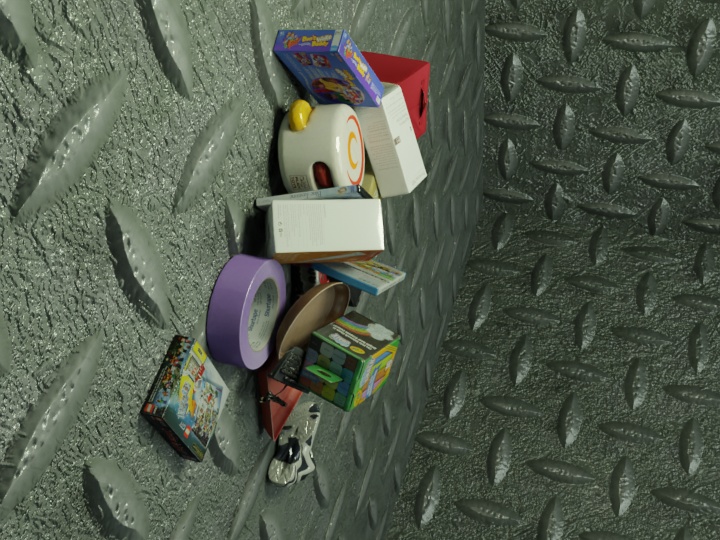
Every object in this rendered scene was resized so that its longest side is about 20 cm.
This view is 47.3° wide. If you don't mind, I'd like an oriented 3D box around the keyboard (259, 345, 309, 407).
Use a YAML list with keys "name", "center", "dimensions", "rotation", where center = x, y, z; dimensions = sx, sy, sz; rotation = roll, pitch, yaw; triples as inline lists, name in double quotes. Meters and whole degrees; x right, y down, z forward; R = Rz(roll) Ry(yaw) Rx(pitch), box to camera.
- name: "keyboard"
  center: [-0.133, 0.217, 1.610]
  dimensions: [0.127, 0.021, 0.200]
  rotation: [-52, 157, -3]

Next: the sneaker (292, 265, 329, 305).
- name: "sneaker"
  center: [-0.097, 0.050, 1.790]
  dimensions: [0.085, 0.077, 0.201]
  rotation: [-38, 137, -54]

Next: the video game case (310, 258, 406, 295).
- name: "video game case"
  center: [0.000, 0.000, 1.648]
  dimensions: [0.200, 0.143, 0.018]
  rotation: [-26, 136, -69]

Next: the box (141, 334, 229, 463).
- name: "box"
  center: [-0.279, 0.212, 1.339]
  dimensions: [0.200, 0.038, 0.137]
  rotation: [76, 28, -56]

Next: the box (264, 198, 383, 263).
- name: "box"
  center: [-0.069, -0.071, 1.516]
  dimensions: [0.124, 0.199, 0.098]
  rotation: [144, -57, -75]

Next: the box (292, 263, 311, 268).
- name: "box"
  center: [-0.088, -0.104, 1.710]
  dimensions: [0.200, 0.095, 0.100]
  rotation: [-63, 158, -46]

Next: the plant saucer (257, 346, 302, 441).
- name: "plant saucer"
  center: [-0.167, 0.223, 1.750]
  dimensions: [0.200, 0.037, 0.200]
  rotation: [-60, 156, -51]

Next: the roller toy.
- name: "roller toy"
  center: [-0.079, -0.224, 1.583]
  dimensions: [0.200, 0.139, 0.183]
  rotation: [7, 82, -74]

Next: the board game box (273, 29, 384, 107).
- name: "board game box"
  center: [-0.055, -0.372, 1.527]
  dimensions: [0.200, 0.134, 0.045]
  rotation: [40, 61, -61]

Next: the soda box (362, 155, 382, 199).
- name: "soda box"
  center: [0.000, -0.143, 1.686]
  dimensions: [0.064, 0.068, 0.200]
  rotation: [58, 39, -48]

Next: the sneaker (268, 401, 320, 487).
- name: "sneaker"
  center: [-0.138, 0.405, 1.887]
  dimensions: [0.130, 0.079, 0.200]
  rotation: [67, 36, -65]

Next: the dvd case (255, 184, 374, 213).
- name: "dvd case"
  center: [-0.079, -0.125, 1.543]
  dimensions: [0.143, 0.199, 0.018]
  rotation: [30, 54, -73]

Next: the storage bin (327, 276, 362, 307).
- name: "storage bin"
  center: [-0.050, -0.016, 1.909]
  dimensions: [0.200, 0.093, 0.136]
  rotation: [69, 34, -60]

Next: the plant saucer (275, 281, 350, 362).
- name: "plant saucer"
  center: [-0.097, 0.099, 1.580]
  dimensions: [0.200, 0.034, 0.200]
  rotation: [-44, 155, -26]

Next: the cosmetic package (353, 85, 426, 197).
- name: "cosmetic package"
  center: [0.062, -0.261, 1.672]
  dimensions: [0.102, 0.074, 0.200]
  rotation: [-47, 123, -51]

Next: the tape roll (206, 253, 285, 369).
- name: "tape roll"
  center: [-0.201, 0.074, 1.479]
  dimensions: [0.200, 0.065, 0.201]
  rotation: [10, 90, -75]

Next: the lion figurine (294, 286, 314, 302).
- name: "lion figurine"
  center: [-0.100, 0.138, 1.720]
  dimensions: [0.122, 0.072, 0.201]
  rotation: [22, 86, -60]

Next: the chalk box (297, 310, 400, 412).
- name: "chalk box"
  center: [-0.032, 0.181, 1.598]
  dimensions: [0.200, 0.125, 0.124]
  rotation: [-25, 137, -55]

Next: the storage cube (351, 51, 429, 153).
- name: "storage cube"
  center: [0.034, -0.365, 1.806]
  dimensions: [0.180, 0.199, 0.171]
  rotation: [-47, 145, -52]
